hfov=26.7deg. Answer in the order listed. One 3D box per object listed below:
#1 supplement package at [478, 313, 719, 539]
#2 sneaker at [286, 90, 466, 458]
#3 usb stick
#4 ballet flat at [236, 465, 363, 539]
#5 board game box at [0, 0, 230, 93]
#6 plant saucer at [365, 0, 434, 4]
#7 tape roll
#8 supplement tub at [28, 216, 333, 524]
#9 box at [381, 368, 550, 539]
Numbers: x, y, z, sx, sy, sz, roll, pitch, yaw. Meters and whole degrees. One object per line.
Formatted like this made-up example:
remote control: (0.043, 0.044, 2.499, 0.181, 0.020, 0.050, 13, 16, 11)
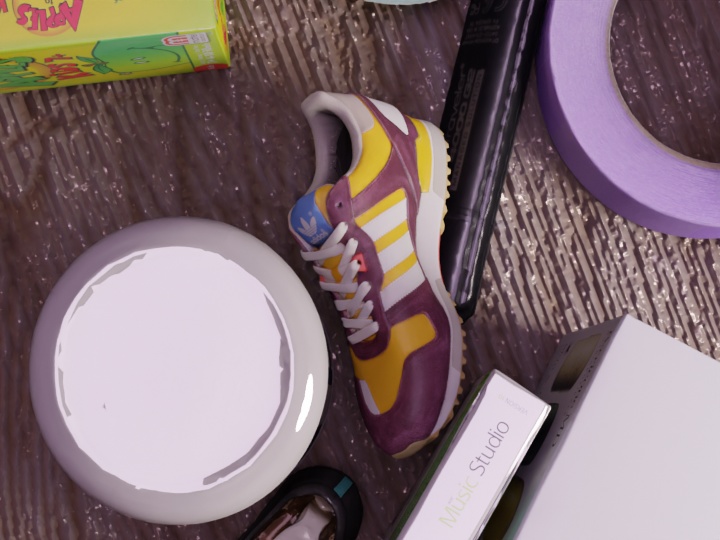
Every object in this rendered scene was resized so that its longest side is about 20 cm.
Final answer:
supplement package: (0.149, 0.126, 0.772, 0.149, 0.200, 0.153, 27, 85, 2)
sneaker: (0.000, 0.000, 0.814, 0.089, 0.075, 0.202, 17, 57, -35)
usb stick: (0.064, -0.070, 0.864, 0.032, 0.055, 0.203, 16, 84, -34)
ballet flat: (-0.071, 0.191, 0.832, 0.068, 0.068, 0.201, 34, 86, 2)
board game box: (-0.176, -0.134, 0.842, 0.197, 0.102, 0.048, -7, 86, -1)
plant saucer: (0.019, -0.253, 0.850, 0.198, 0.039, 0.204, 2, 83, -22)
tape roll: (0.201, -0.122, 0.861, 0.197, 0.066, 0.203, 0, 86, 0)
supplement tub: (-0.083, 0.052, 0.777, 0.138, 0.200, 0.143, 0, 85, 0)
box: (0.040, 0.123, 0.773, 0.036, 0.200, 0.145, 30, 86, 5)
